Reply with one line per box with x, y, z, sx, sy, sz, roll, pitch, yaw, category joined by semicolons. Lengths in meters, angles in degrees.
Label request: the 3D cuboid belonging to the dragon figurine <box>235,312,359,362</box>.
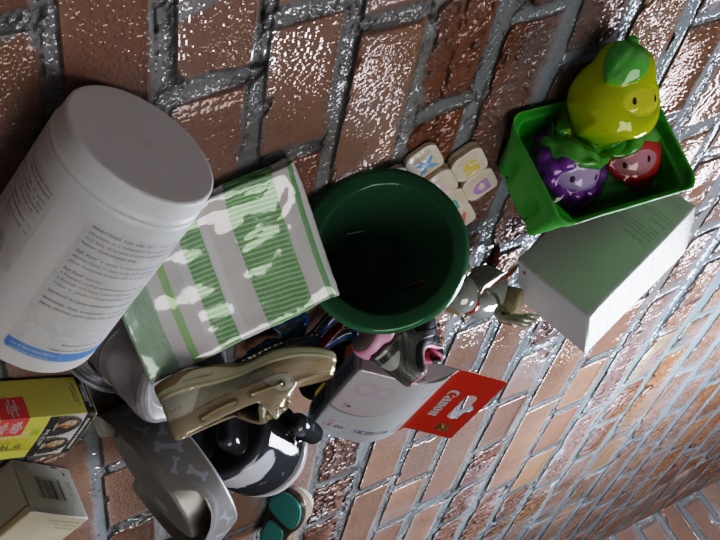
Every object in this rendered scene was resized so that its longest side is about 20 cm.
-0.081;0.082;1.233;0.199;0.059;0.100;-6;142;-41;dragon figurine

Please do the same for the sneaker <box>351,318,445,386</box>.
0.060;0.066;1.246;0.079;0.095;0.200;-47;-176;33;sneaker

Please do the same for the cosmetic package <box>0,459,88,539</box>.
-0.421;0.304;1.226;0.200;0.073;0.103;-40;151;11;cosmetic package

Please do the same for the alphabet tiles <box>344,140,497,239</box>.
0.058;-0.063;1.193;0.200;0.015;0.196;-35;152;3;alphabet tiles

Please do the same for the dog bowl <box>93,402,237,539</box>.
-0.211;0.224;1.192;0.059;0.200;0.200;-36;155;-23;dog bowl

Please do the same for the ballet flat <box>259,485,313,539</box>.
-0.109;0.372;1.673;0.067;0.068;0.200;-36;165;-38;ballet flat

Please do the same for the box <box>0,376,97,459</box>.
-0.364;0.148;1.058;0.200;0.050;0.075;3;136;-47;box

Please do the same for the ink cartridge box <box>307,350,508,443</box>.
0.056;0.165;1.323;0.199;0.057;0.163;20;140;-14;ink cartridge box

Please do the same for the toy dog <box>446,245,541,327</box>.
0.147;0.010;1.305;0.131;0.097;0.200;11;177;-3;toy dog

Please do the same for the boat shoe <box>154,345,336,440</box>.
-0.103;0.121;1.058;0.199;0.065;0.072;-8;160;-40;boat shoe

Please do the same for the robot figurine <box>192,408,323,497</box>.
-0.140;0.199;1.294;0.125;0.150;0.200;-57;152;-8;robot figurine

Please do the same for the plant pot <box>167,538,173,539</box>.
-0.327;0.537;1.578;0.199;0.178;0.200;-15;148;-31;plant pot

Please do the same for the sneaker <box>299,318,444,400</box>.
0.013;0.114;1.345;0.200;0.090;0.070;-38;152;9;sneaker

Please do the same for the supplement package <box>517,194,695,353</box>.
0.306;-0.019;1.358;0.200;0.117;0.117;-43;155;-12;supplement package

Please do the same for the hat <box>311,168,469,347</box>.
0.000;0.000;1.155;0.199;0.166;0.176;-23;174;-14;hat

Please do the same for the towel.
-0.130;-0.001;1.003;0.199;0.023;0.153;-25;112;-14;towel

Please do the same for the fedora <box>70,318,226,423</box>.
-0.198;0.087;1.087;0.176;0.090;0.200;-26;151;-13;fedora

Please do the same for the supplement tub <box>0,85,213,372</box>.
-0.219;-0.028;0.843;0.132;0.132;0.200;7;134;-50;supplement tub

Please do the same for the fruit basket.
0.266;-0.142;1.159;0.215;0.156;0.216;-22;167;-5;fruit basket
